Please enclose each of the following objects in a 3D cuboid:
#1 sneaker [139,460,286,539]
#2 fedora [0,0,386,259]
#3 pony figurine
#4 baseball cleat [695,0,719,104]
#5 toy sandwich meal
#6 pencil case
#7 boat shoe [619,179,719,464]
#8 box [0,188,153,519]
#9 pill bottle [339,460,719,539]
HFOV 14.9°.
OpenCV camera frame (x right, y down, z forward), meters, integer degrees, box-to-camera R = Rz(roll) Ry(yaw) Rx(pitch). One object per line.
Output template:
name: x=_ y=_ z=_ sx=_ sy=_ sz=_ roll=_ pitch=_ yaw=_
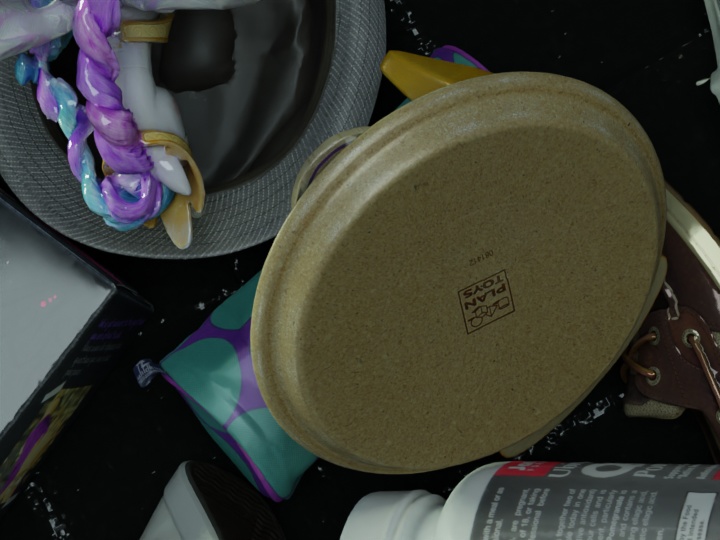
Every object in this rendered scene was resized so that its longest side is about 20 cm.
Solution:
sneaker: x=-0.057 y=0.164 z=1.136 sx=0.073 sy=0.200 sz=0.085 roll=29 pitch=106 yaw=-23
fedora: x=-0.075 y=-0.093 z=1.201 sx=0.176 sy=0.090 sz=0.200 roll=-3 pitch=77 yaw=3
pony figurine: x=-0.108 y=-0.122 z=1.072 sx=0.166 sy=0.193 sz=0.200 roll=-13 pitch=72 yaw=13
baseball cleat: x=0.187 y=-0.144 z=1.192 sx=0.106 sy=0.070 sz=0.200 roll=-13 pitch=93 yaw=15
toy sandwich meal: x=0.039 y=-0.005 z=1.103 sx=0.205 sy=0.205 sz=0.070 roll=-40 pitch=43 yaw=0
pencil case: x=0.000 y=0.000 z=1.187 sx=0.200 sy=0.092 sz=0.085 roll=-48 pitch=118 yaw=-2
boat shoe: x=0.143 y=0.040 z=1.179 sx=0.072 sy=0.072 sz=0.200 roll=-32 pitch=88 yaw=0
box: x=-0.200 y=0.056 z=1.189 sx=0.122 sy=0.106 sz=0.200 roll=36 pitch=88 yaw=8
pill bottle: x=0.095 y=0.134 z=1.134 sx=0.200 sy=0.111 sz=0.111 roll=-1 pitch=83 yaw=25
